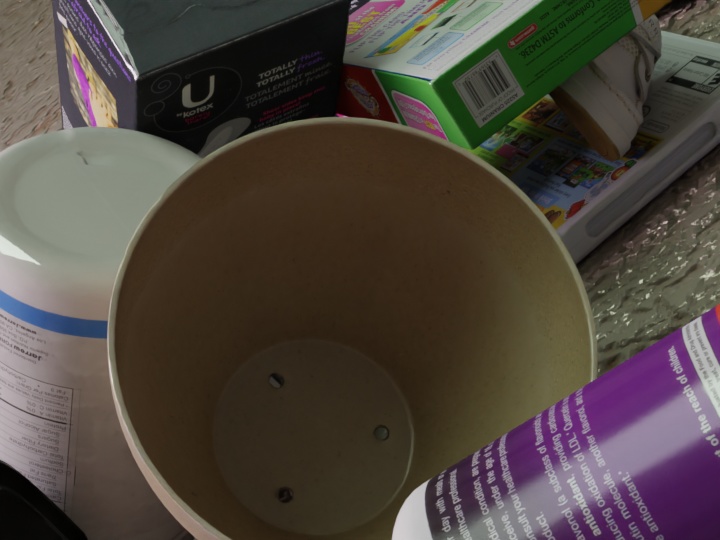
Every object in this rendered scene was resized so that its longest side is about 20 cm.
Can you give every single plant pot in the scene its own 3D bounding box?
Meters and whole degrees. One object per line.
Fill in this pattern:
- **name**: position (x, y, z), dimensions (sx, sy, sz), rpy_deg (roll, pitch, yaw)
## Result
- **plant pot**: position (-0.011, 0.052, 0.859), dimensions (0.200, 0.200, 0.134), rpy_deg (-46, -8, -22)

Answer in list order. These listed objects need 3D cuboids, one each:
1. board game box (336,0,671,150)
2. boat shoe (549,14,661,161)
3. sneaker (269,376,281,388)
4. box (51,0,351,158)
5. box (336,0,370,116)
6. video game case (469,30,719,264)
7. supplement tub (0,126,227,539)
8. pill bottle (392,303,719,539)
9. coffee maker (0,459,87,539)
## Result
- **board game box**: position (0.066, -0.131, 1.023), dimensions (0.153, 0.040, 0.200), rpy_deg (-37, 20, -11)
- **boat shoe**: position (0.127, -0.119, 1.060), dimensions (0.069, 0.071, 0.200), rpy_deg (-35, 20, 10)
- **sneaker**: position (-0.001, -0.001, 1.033), dimensions (0.146, 0.077, 0.202), rpy_deg (-49, 17, 15)
- **box**: position (-0.087, -0.102, 1.049), dimensions (0.122, 0.106, 0.200), rpy_deg (-24, -24, -18)
- **box**: position (0.021, -0.190, 1.360), dimensions (0.200, 0.132, 0.115), rpy_deg (-20, 28, 38)
- **video game case**: position (0.118, -0.066, 1.097), dimensions (0.182, 0.023, 0.200), rpy_deg (-40, 21, -6)
- **supplement tub**: position (-0.130, 0.043, 0.971), dimensions (0.132, 0.200, 0.132), rpy_deg (6, 38, -4)
- **pill bottle**: position (0.090, 0.095, 0.664), dimensions (0.200, 0.113, 0.112), rpy_deg (-32, 21, 13)
- **coffee maker**: position (-0.235, 0.173, 0.919), dimensions (0.200, 0.192, 0.135), rpy_deg (-26, 51, 34)
